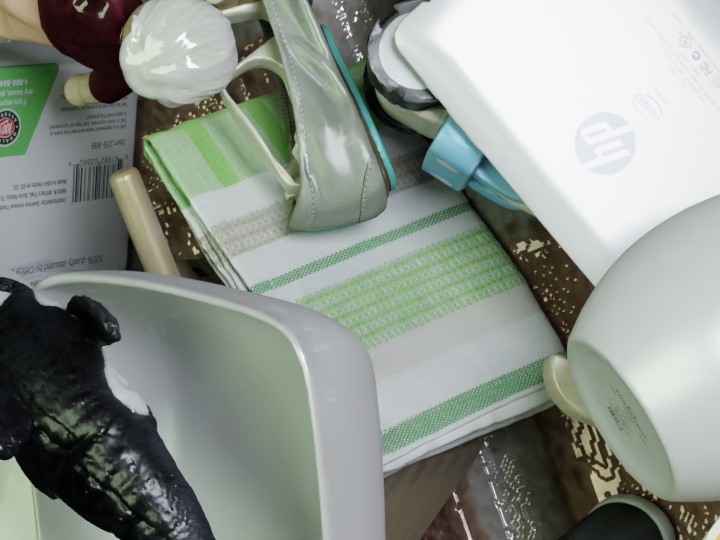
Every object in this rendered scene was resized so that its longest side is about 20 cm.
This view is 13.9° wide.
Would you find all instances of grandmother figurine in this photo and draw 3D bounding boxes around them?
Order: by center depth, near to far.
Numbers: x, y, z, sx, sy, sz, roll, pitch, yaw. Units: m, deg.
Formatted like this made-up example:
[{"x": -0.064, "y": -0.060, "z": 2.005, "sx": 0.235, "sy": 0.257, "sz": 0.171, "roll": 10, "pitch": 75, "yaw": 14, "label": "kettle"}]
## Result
[{"x": -0.136, "y": -0.127, "z": 1.402, "sx": 0.200, "sy": 0.121, "sz": 0.061, "roll": 25, "pitch": 66, "yaw": 38, "label": "grandmother figurine"}]

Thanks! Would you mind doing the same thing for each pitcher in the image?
[{"x": 0.204, "y": 0.034, "z": 1.258, "sx": 0.200, "sy": 0.121, "sz": 0.172, "roll": -30, "pitch": 84, "yaw": -13, "label": "pitcher"}]

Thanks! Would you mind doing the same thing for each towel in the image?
[{"x": 0.000, "y": 0.000, "z": 1.411, "sx": 0.200, "sy": 0.149, "sz": 0.031, "roll": 56, "pitch": 141, "yaw": 17, "label": "towel"}]

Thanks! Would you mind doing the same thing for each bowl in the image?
[{"x": -0.062, "y": 0.096, "z": 1.340, "sx": 0.200, "sy": 0.075, "sz": 0.201, "roll": 10, "pitch": 108, "yaw": 43, "label": "bowl"}]

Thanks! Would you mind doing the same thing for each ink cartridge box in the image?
[{"x": -0.193, "y": -0.012, "z": 1.532, "sx": 0.084, "sy": 0.146, "sz": 0.201, "roll": 10, "pitch": 101, "yaw": 32, "label": "ink cartridge box"}]

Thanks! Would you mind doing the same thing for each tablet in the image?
[{"x": 0.123, "y": -0.070, "z": 1.319, "sx": 0.130, "sy": 0.014, "sz": 0.200, "roll": -40, "pitch": 92, "yaw": -7, "label": "tablet"}]

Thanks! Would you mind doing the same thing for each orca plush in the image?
[{"x": -0.138, "y": 0.084, "z": 1.310, "sx": 0.105, "sy": 0.071, "sz": 0.200, "roll": -46, "pitch": 69, "yaw": 43, "label": "orca plush"}]

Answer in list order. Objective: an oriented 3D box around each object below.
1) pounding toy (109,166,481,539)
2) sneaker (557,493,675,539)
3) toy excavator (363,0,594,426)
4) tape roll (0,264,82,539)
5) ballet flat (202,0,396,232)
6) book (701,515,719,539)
[{"x": -0.065, "y": 0.076, "z": 1.458, "sx": 0.184, "sy": 0.142, "sz": 0.200, "roll": 43, "pitch": 117, "yaw": 22, "label": "pounding toy"}, {"x": 0.086, "y": 0.206, "z": 1.398, "sx": 0.071, "sy": 0.099, "sz": 0.201, "roll": 23, "pitch": 108, "yaw": 28, "label": "sneaker"}, {"x": 0.089, "y": -0.052, "z": 1.364, "sx": 0.200, "sy": 0.100, "sz": 0.195, "roll": 31, "pitch": 84, "yaw": 2, "label": "toy excavator"}, {"x": -0.219, "y": 0.087, "z": 1.453, "sx": 0.202, "sy": 0.037, "sz": 0.204, "roll": 4, "pitch": 101, "yaw": 19, "label": "tape roll"}, {"x": -0.042, "y": -0.113, "z": 1.385, "sx": 0.063, "sy": 0.067, "sz": 0.201, "roll": -18, "pitch": 80, "yaw": -6, "label": "ballet flat"}, {"x": 0.198, "y": 0.172, "z": 1.316, "sx": 0.133, "sy": 0.048, "sz": 0.200, "roll": 38, "pitch": 96, "yaw": 20, "label": "book"}]
